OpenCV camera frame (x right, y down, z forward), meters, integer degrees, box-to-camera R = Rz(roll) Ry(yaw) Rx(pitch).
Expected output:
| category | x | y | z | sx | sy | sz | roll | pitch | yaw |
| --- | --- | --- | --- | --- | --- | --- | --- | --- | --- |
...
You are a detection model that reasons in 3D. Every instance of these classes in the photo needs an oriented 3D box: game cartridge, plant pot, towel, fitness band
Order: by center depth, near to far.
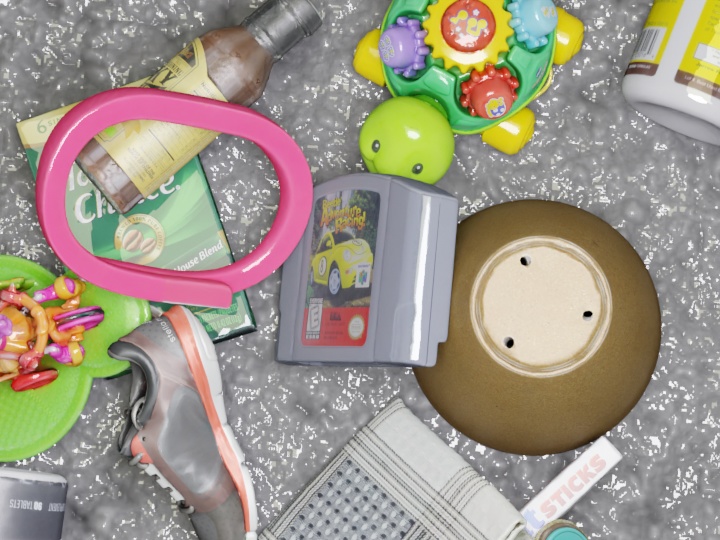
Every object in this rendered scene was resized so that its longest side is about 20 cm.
| category | x | y | z | sx | sy | sz | roll | pitch | yaw |
| --- | --- | --- | --- | --- | --- | --- | --- | --- | --- |
| plant pot | 0.119 | 0.032 | 1.554 | 0.186 | 0.200 | 0.187 | 0 | 85 | 4 |
| game cartridge | 0.000 | 0.000 | 1.570 | 0.041 | 0.200 | 0.133 | 12 | 82 | -28 |
| fitness band | -0.128 | -0.051 | 1.570 | 0.200 | 0.037 | 0.144 | 9 | 100 | -26 |
| towel | 0.013 | 0.207 | 1.574 | 0.193 | 0.035 | 0.200 | -45 | 49 | -2 |

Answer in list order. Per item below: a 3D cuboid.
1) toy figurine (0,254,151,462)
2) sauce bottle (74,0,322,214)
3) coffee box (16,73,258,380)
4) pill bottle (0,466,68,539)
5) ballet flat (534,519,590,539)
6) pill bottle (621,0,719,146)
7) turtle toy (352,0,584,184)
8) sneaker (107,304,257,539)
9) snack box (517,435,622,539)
| category | x | y | z | sx | sy | sz | roll | pitch | yaw |
| --- | --- | --- | --- | --- | --- | --- | --- | --- | --- |
| toy figurine | -0.266 | 0.057 | 1.552 | 0.200 | 0.184 | 0.150 | -20 | 85 | 18 |
| sauce bottle | -0.113 | -0.125 | 1.607 | 0.200 | 0.065 | 0.065 | -41 | 84 | -8 |
| coffee box | -0.163 | -0.032 | 1.650 | 0.123 | 0.044 | 0.200 | -18 | 84 | 1 |
| pill bottle | -0.270 | 0.238 | 1.600 | 0.106 | 0.106 | 0.200 | 7 | 86 | 3 |
| ballet flat | 0.153 | 0.269 | 1.587 | 0.071 | 0.071 | 0.200 | -22 | 96 | 1 |
| pill bottle | 0.268 | -0.195 | 1.612 | 0.109 | 0.109 | 0.200 | 22 | 87 | 5 |
| turtle toy | 0.066 | -0.146 | 1.621 | 0.146 | 0.101 | 0.200 | 28 | 87 | 5 |
| sneaker | -0.132 | 0.128 | 1.597 | 0.082 | 0.077 | 0.200 | -19 | 100 | -22 |
| snack box | 0.104 | 0.193 | 1.602 | 0.200 | 0.072 | 0.024 | -42 | 83 | -2 |
